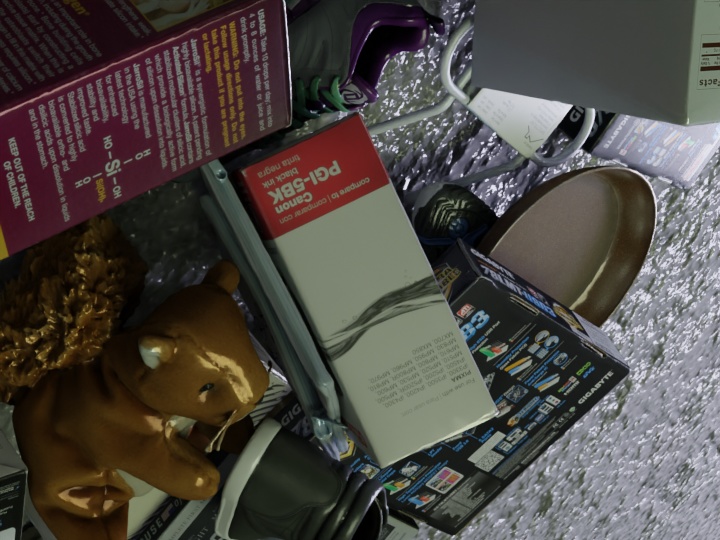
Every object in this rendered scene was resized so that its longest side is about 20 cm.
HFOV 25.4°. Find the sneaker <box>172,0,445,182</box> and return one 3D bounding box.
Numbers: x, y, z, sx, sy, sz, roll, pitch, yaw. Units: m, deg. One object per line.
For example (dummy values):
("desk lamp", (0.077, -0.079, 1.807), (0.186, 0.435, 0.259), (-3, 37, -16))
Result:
("sneaker", (-0.042, -0.117, 1.008), (0.200, 0.088, 0.074), (-43, 144, -1))

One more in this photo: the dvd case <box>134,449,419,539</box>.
("dvd case", (-0.069, 0.211, 1.195), (0.200, 0.025, 0.150), (32, 102, -39))

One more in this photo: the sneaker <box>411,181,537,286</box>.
("sneaker", (0.076, -0.011, 1.233), (0.076, 0.077, 0.200), (-42, 145, -5))

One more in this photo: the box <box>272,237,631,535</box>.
("box", (0.069, 0.092, 1.173), (0.200, 0.050, 0.198), (-46, 133, 16))

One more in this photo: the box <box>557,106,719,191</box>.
("box", (0.268, -0.168, 1.282), (0.159, 0.046, 0.200), (12, 117, -49))

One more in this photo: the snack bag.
("snack bag", (-0.058, 0.023, 1.003), (0.021, 0.189, 0.200), (-26, 165, -6))

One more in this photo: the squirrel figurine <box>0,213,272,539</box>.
("squirrel figurine", (-0.149, 0.056, 0.990), (0.142, 0.200, 0.187), (-41, 176, -41))

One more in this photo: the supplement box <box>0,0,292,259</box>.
("supplement box", (-0.155, -0.112, 0.873), (0.200, 0.131, 0.103), (-26, 142, -20))

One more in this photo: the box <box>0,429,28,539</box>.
("box", (-0.279, 0.174, 1.059), (0.060, 0.117, 0.200), (-16, 135, -35))

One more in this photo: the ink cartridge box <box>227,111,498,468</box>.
("ink cartridge box", (-0.004, 0.012, 1.001), (0.083, 0.200, 0.147), (-26, -175, -7))

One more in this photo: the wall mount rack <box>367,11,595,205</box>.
("wall mount rack", (0.078, -0.118, 1.140), (0.174, 0.075, 0.200), (-51, 143, 6))

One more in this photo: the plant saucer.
("plant saucer", (0.143, 0.000, 1.219), (0.200, 0.032, 0.201), (-27, 139, -26))

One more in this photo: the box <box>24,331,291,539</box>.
("box", (-0.151, 0.118, 1.150), (0.200, 0.082, 0.068), (-44, 145, 3))

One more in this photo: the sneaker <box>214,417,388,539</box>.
("sneaker", (-0.037, 0.163, 1.050), (0.071, 0.099, 0.200), (-55, 173, -19))

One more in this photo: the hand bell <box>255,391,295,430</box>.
("hand bell", (-0.094, 0.125, 1.225), (0.200, 0.104, 0.104), (-16, 138, -14))

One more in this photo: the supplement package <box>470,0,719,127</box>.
("supplement package", (0.187, -0.206, 0.994), (0.147, 0.191, 0.201), (-9, 108, -37))

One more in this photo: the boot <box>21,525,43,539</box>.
("boot", (-0.229, 0.292, 1.148), (0.182, 0.200, 0.073), (-40, 146, 0))
